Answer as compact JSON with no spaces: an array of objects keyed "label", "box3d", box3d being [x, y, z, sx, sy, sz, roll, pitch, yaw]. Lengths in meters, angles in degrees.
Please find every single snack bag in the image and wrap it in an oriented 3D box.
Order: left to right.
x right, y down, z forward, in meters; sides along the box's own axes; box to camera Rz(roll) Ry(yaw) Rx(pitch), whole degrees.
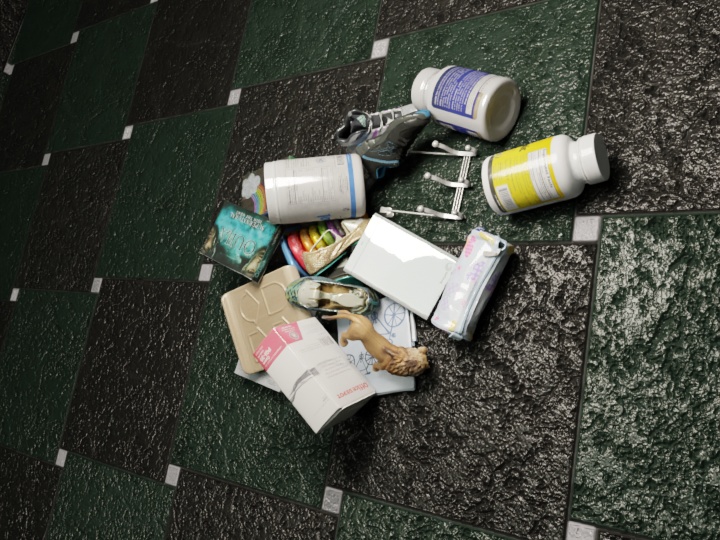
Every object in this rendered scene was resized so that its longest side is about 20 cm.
[{"label":"snack bag","box3d":[0.034,0.155,1.397,0.188,0.021,0.202,-18,67,34]}]

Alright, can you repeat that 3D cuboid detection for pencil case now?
[{"label":"pencil case","box3d":[0.203,0.027,1.264,0.201,0.083,0.091,-64,27,3]}]

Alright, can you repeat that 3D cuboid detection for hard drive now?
[{"label":"hard drive","box3d":[0.080,-0.009,1.364,0.199,0.027,0.133,30,91,20]}]

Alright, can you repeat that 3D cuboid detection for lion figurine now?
[{"label":"lion figurine","box3d":[0.028,0.134,1.297,0.073,0.199,0.122,-62,16,-19]}]

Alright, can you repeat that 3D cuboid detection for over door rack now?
[{"label":"over door rack","box3d":[0.127,-0.180,1.410,0.199,0.066,0.149,6,78,40]}]

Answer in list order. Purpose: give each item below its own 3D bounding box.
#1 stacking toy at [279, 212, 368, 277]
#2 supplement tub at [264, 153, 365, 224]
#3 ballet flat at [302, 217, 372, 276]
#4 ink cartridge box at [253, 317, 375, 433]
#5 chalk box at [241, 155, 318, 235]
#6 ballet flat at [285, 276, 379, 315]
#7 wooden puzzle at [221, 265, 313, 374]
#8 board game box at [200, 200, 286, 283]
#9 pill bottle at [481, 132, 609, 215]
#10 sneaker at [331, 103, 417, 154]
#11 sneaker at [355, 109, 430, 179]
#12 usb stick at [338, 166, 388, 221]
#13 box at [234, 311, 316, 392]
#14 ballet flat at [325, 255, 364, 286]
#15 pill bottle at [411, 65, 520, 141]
[{"label":"stacking toy","box3d":[-0.069,-0.072,1.517,0.199,0.116,0.110,-33,57,12]},{"label":"supplement tub","box3d":[-0.092,-0.167,1.442,0.198,0.132,0.133,-6,66,-2]},{"label":"ballet flat","box3d":[-0.036,-0.067,1.451,0.199,0.070,0.065,-36,93,-11]},{"label":"ink cartridge box","box3d":[-0.086,0.196,1.341,0.200,0.146,0.083,49,114,17]},{"label":"chalk box","box3d":[-0.159,-0.169,1.598,0.199,0.124,0.126,-15,65,33]},{"label":"ballet flat","box3d":[-0.062,0.049,1.394,0.198,0.074,0.075,4,75,12]},{"label":"wooden puzzle","box3d":[-0.188,0.106,1.496,0.199,0.046,0.187,-22,83,25]},{"label":"board game box","box3d":[-0.260,-0.065,1.533,0.199,0.028,0.136,23,85,41]},{"label":"pill bottle","box3d":[0.322,-0.171,1.222,0.199,0.111,0.112,-12,67,34]},{"label":"sneaker","box3d":[0.028,-0.311,1.483,0.199,0.140,0.078,-30,58,27]},{"label":"sneaker","box3d":[0.078,-0.256,1.417,0.200,0.073,0.082,-29,87,47]},{"label":"usb stick","box3d":[-0.006,-0.184,1.527,0.200,0.033,0.056,-47,71,21]},{"label":"box","box3d":[-0.189,0.156,1.561,0.155,0.041,0.201,14,82,40]},{"label":"ballet flat","box3d":[0.000,0.000,1.454,0.199,0.068,0.069,-17,54,22]},{"label":"pill bottle","box3d":[0.200,-0.333,1.370,0.199,0.119,0.120,29,93,40]}]
